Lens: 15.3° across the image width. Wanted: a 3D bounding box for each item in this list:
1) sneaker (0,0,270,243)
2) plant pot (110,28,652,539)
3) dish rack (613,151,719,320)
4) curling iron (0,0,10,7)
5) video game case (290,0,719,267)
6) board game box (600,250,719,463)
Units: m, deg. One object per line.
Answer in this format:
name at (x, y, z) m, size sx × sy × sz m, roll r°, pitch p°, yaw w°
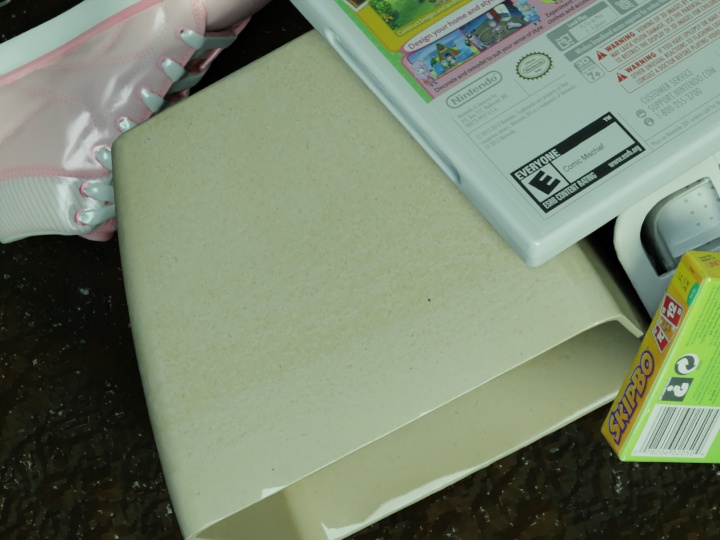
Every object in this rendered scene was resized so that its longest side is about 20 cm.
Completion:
sneaker at (-0.103, -0.076, 1.228) m, size 0.200 × 0.075 × 0.105 m, roll -24°, pitch 86°, yaw 20°
plant pot at (0.000, 0.000, 1.168) m, size 0.200 × 0.200 × 0.177 m, roll -29°, pitch 76°, yaw 9°
dish rack at (0.218, -0.023, 1.164) m, size 0.200 × 0.044 × 0.172 m, roll -27°, pitch 126°, yaw 8°
curling iron at (-0.096, -0.155, 1.249) m, size 0.200 × 0.026 × 0.050 m, roll -6°, pitch 55°, yaw 5°
video game case at (0.092, -0.115, 1.102) m, size 0.200 × 0.022 × 0.182 m, roll -32°, pitch 65°, yaw -20°
board game box at (0.206, 0.041, 1.146) m, size 0.200 × 0.030 × 0.096 m, roll 5°, pitch 123°, yaw -28°
